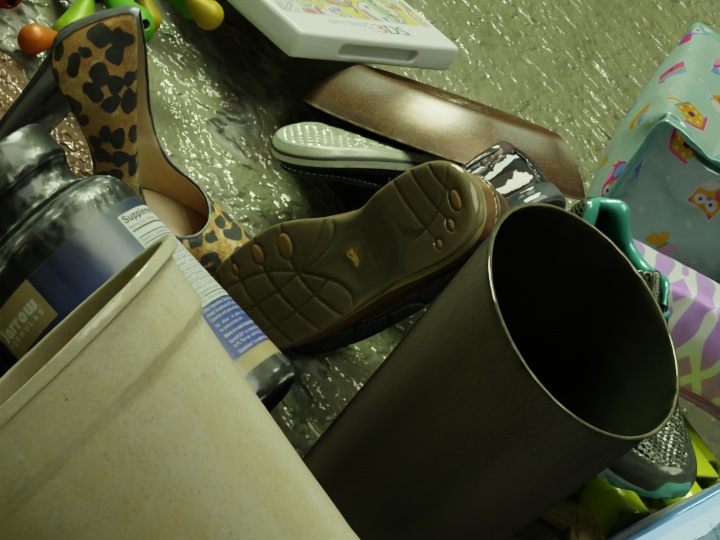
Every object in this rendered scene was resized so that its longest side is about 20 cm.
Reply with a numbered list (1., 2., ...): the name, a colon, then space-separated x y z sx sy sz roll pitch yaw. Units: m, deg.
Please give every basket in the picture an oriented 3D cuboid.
1. basket: 0.065 0.086 1.640 0.136 0.200 0.181 33 33 -17

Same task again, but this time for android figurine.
1. android figurine: 0.141 0.097 1.809 0.181 0.041 0.200 5 35 -39

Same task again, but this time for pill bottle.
1. pill bottle: -0.139 0.021 1.570 0.200 0.112 0.112 47 31 6

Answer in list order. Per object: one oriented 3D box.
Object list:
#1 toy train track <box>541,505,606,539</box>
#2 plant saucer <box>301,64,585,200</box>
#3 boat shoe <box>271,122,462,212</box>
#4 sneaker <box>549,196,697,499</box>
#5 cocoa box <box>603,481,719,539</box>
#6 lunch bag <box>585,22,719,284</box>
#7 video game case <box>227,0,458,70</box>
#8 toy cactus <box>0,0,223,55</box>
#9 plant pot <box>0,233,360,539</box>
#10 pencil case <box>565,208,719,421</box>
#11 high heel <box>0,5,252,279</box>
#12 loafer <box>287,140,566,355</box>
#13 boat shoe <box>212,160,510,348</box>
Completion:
1. toy train track: 0.148 0.127 1.849 0.114 0.033 0.200 32 32 -19
2. plant saucer: 0.060 -0.096 1.913 0.200 0.037 0.200 19 6 -2
3. boat shoe: 0.016 -0.054 1.872 0.074 0.063 0.200 23 7 38
4. sneaker: 0.151 0.040 1.699 0.077 0.091 0.201 -1 51 -32
5. cocoa box: 0.208 0.227 1.623 0.133 0.131 0.201 -26 84 -18
6. lunch bag: 0.208 -0.036 1.952 0.122 0.200 0.170 30 31 -1
7. video game case: -0.051 -0.205 1.972 0.200 0.023 0.182 43 24 28
8. toy cactus: -0.178 -0.207 1.834 0.199 0.102 0.165 -6 46 -41
9. plant pot: -0.106 0.117 1.430 0.184 0.200 0.201 48 31 -7
10. pencil case: 0.189 0.037 1.831 0.199 0.084 0.086 26 66 -3
11. high heel: -0.107 -0.069 1.684 0.199 0.143 0.072 26 35 -27
12. loafer: 0.029 -0.015 1.781 0.199 0.072 0.063 -27 64 -16
13. boat shoe: 0.000 -0.001 1.687 0.067 0.200 0.072 15 56 -56
